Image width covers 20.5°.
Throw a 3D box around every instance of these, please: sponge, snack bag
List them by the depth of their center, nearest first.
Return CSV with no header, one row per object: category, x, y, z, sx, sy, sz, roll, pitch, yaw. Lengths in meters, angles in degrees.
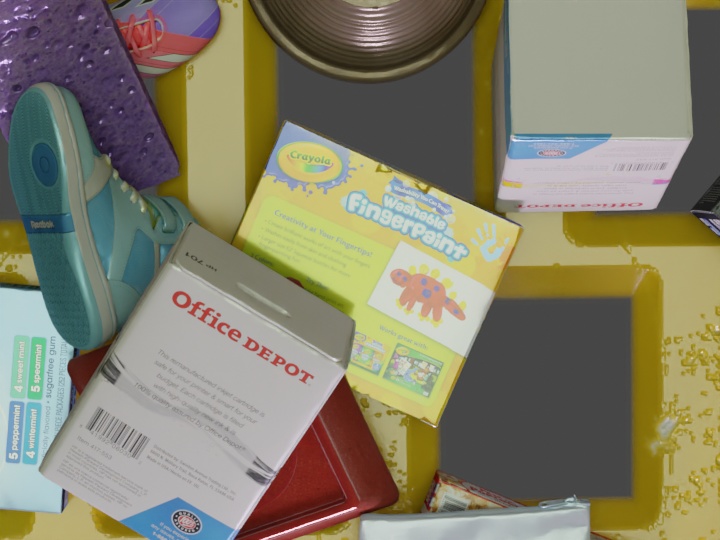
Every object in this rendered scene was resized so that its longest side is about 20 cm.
sponge,-0.218,-0.132,1.471,0.111,0.030,0.201,-20,131,1
snack bag,0.087,0.274,1.513,0.187,0.021,0.202,-4,95,-1

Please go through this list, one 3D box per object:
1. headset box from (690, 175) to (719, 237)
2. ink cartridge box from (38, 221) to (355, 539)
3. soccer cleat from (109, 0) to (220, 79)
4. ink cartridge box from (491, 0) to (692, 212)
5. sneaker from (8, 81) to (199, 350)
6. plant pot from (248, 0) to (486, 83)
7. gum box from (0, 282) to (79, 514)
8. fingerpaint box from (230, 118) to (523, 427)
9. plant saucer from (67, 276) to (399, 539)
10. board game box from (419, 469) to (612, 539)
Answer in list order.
headset box,0.384,-0.066,1.510,0.174,0.093,0.200,39,92,-3
ink cartridge box,-0.115,0.091,1.416,0.146,0.086,0.201,31,111,-6
soccer cleat,-0.203,-0.172,1.500,0.198,0.076,0.067,-11,93,0
ink cartridge box,0.163,-0.123,1.461,0.127,0.200,0.126,0,76,-1
sneaker,-0.185,-0.054,1.486,0.130,0.079,0.202,-23,114,-38
plant pot,0.006,-0.244,1.493,0.199,0.093,0.203,0,93,0
gum box,-0.319,0.092,1.530,0.198,0.045,0.171,5,93,-2
fingerpaint box,0.000,0.000,1.516,0.199,0.073,0.168,23,94,-3
plant saucer,-0.098,0.128,1.495,0.198,0.037,0.201,-20,107,14
board game box,0.124,0.264,1.547,0.199,0.046,0.152,22,92,-2
